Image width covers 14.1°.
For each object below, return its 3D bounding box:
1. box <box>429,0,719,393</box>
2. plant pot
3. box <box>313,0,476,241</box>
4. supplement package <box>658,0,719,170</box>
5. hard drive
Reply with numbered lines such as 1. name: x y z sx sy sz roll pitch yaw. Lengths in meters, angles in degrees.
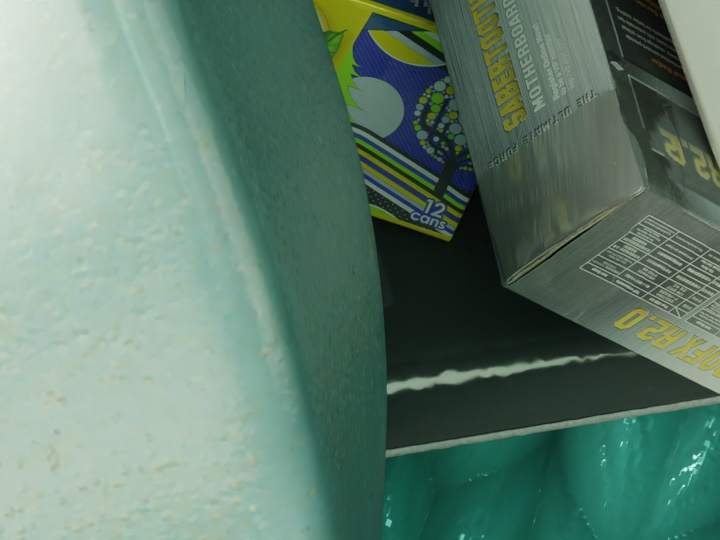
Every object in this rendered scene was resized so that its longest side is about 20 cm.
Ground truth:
1. box: 0.103 -0.037 0.794 0.048 0.159 0.200 -36 139 30
2. plant pot: -0.088 0.014 0.633 0.196 0.196 0.200 -23 100 10
3. box: -0.054 -0.081 0.812 0.200 0.064 0.070 19 125 -9
4. supplement package: 0.138 -0.164 0.721 0.147 0.200 0.191 -12 119 20
5. hard drive: 0.000 0.000 0.842 0.200 0.140 0.033 -9 127 -7
